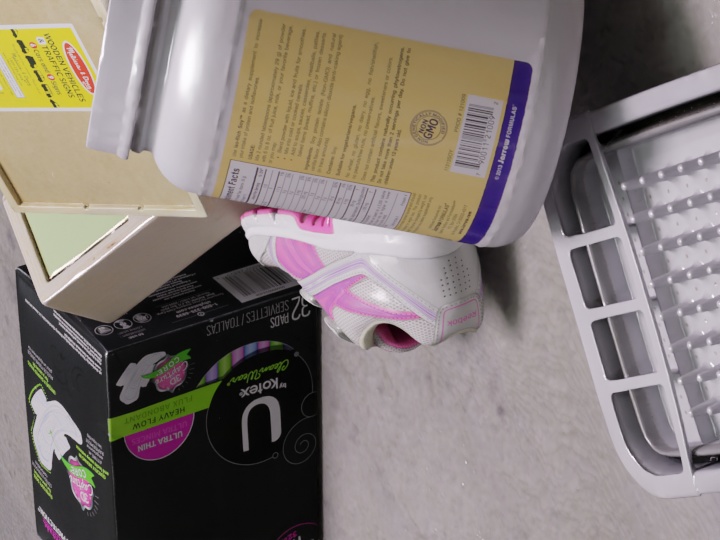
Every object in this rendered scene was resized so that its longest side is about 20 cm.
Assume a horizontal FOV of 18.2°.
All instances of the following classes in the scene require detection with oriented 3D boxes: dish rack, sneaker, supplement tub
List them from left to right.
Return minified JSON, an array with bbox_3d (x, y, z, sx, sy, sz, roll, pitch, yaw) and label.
[{"bbox_3d":[-0.013,-0.096,0.991,0.145,0.198,0.147,-170,90,-84],"label":"supplement tub"},{"bbox_3d":[0.000,0.000,1.190,0.200,0.081,0.089,10,117,65],"label":"sneaker"},{"bbox_3d":[0.157,0.004,0.936,0.200,0.043,0.173,-17,88,63],"label":"dish rack"}]

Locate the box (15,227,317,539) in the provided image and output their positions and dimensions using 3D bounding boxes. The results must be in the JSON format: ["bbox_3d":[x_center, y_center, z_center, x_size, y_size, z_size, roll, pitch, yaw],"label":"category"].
[{"bbox_3d":[-0.116,0.090,1.385,0.124,0.148,0.202,37,135,47],"label":"box"}]

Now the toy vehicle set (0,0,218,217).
[{"bbox_3d":[-0.156,-0.106,1.102,0.123,0.027,0.201,3,138,27],"label":"toy vehicle set"}]

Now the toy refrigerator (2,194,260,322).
[{"bbox_3d":[-0.100,-0.060,1.235,0.199,0.070,0.076,-36,63,22],"label":"toy refrigerator"}]
